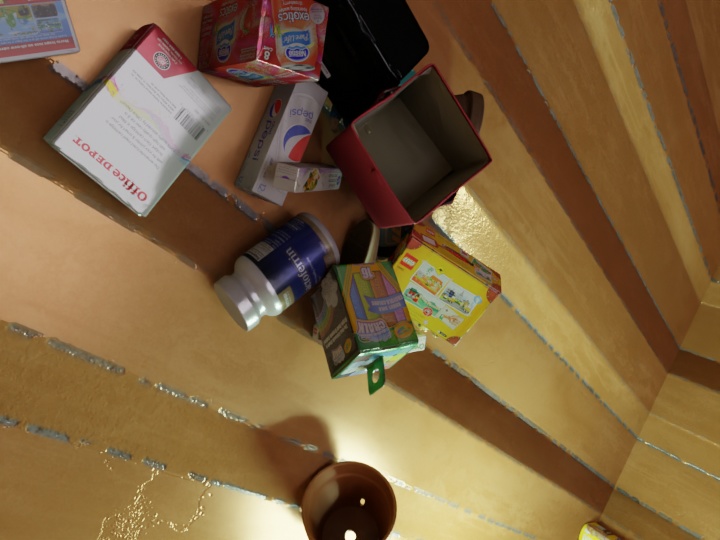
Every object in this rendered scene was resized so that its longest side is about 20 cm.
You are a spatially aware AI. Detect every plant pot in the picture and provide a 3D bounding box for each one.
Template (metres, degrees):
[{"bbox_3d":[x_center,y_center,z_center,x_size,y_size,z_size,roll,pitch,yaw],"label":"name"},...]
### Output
[{"bbox_3d":[-0.023,0.531,1.129,0.198,0.199,0.142,-28,138,-29],"label":"plant pot"},{"bbox_3d":[0.158,-0.256,1.041,0.091,0.201,0.205,15,95,-8],"label":"plant pot"}]

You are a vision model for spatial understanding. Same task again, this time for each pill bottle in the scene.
[{"bbox_3d":[-0.139,0.002,0.898,0.199,0.115,0.117,-39,125,-22],"label":"pill bottle"}]

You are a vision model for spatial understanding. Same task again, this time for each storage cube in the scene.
[{"bbox_3d":[0.071,-0.189,0.874,0.170,0.179,0.202,-38,102,-12],"label":"storage cube"}]

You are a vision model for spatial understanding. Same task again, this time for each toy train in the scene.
[{"bbox_3d":[0.070,-0.117,1.061,0.112,0.085,0.205,-8,113,-23],"label":"toy train"}]

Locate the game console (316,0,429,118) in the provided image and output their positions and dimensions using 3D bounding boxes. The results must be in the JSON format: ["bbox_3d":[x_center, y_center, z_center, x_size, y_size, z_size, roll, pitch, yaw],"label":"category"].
[{"bbox_3d":[-0.006,-0.393,0.886,0.201,0.174,0.117,52,27,-22],"label":"game console"}]

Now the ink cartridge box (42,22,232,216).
[{"bbox_3d":[-0.297,-0.200,0.723,0.202,0.082,0.146,-54,130,-12],"label":"ink cartridge box"}]

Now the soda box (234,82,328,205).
[{"bbox_3d":[-0.128,-0.213,0.869,0.063,0.068,0.204,23,88,-41],"label":"soda box"}]

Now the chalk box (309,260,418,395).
[{"bbox_3d":[0.010,0.104,0.909,0.122,0.125,0.204,-5,65,-31],"label":"chalk box"}]

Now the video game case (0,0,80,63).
[{"bbox_3d":[-0.427,-0.348,0.611,0.141,0.017,0.204,-24,118,-32],"label":"video game case"}]

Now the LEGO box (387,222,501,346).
[{"bbox_3d":[0.145,0.025,1.023,0.198,0.078,0.150,32,120,-5],"label":"LEGO box"}]

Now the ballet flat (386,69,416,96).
[{"bbox_3d":[0.058,-0.358,0.974,0.070,0.065,0.201,-41,119,-13],"label":"ballet flat"}]

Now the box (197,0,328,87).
[{"bbox_3d":[-0.141,-0.316,0.737,0.098,0.198,0.098,3,101,-39],"label":"box"}]

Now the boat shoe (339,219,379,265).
[{"bbox_3d":[0.000,0.000,1.046,0.065,0.074,0.204,3,112,-43],"label":"boat shoe"}]

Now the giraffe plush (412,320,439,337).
[{"bbox_3d":[0.160,0.058,1.162,0.164,0.171,0.200,-57,166,4],"label":"giraffe plush"}]

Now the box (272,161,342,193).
[{"bbox_3d":[-0.081,-0.153,0.874,0.200,0.041,0.040,-32,138,-71],"label":"box"}]

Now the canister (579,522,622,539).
[{"bbox_3d":[0.994,1.102,2.132,0.147,0.198,0.088,18,93,-41],"label":"canister"}]

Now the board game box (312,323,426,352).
[{"bbox_3d":[0.019,0.132,1.063,0.197,0.125,0.035,-3,107,-38],"label":"board game box"}]

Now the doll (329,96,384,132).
[{"bbox_3d":[-0.006,-0.279,0.962,0.136,0.048,0.203,-36,124,-27],"label":"doll"}]
